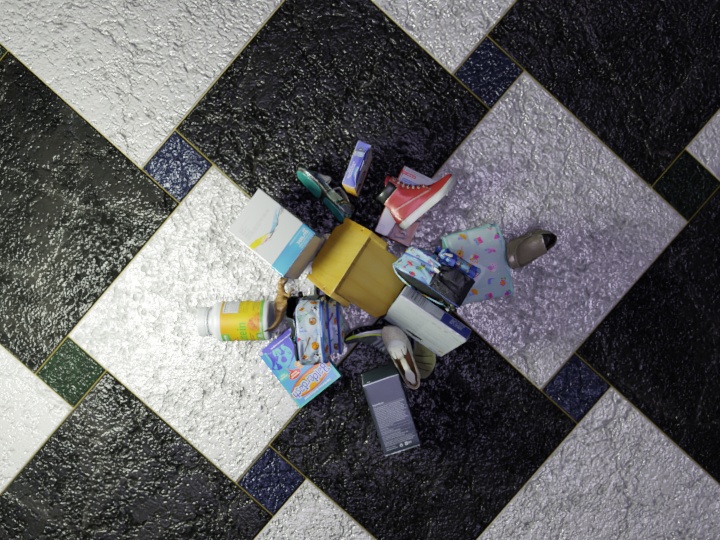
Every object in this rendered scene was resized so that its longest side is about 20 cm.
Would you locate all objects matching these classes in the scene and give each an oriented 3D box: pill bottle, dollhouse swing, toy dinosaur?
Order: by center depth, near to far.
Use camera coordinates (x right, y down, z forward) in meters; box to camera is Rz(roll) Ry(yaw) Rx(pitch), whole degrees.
[{"bbox_3d":[0.000,0.000,1.440,0.175,0.181,0.201,33,90,-42],"label":"dollhouse swing"},{"bbox_3d":[-0.348,0.141,1.461,0.198,0.111,0.112,-2,92,0],"label":"pill bottle"},{"bbox_3d":[-0.219,0.110,1.467,0.106,0.060,0.202,24,50,-26],"label":"toy dinosaur"}]

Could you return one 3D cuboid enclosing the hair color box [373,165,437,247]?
[{"bbox_3d":[0.128,-0.178,1.481,0.110,0.064,0.202,24,92,-2],"label":"hair color box"}]

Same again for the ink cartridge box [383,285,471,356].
[{"bbox_3d":[0.169,0.137,1.364,0.196,0.200,0.043,34,69,3],"label":"ink cartridge box"}]

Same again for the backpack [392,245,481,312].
[{"bbox_3d":[0.186,0.005,1.334,0.199,0.183,0.135,31,91,9],"label":"backpack"}]

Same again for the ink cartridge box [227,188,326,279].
[{"bbox_3d":[-0.222,-0.095,1.422,0.199,0.147,0.146,38,93,8],"label":"ink cartridge box"}]

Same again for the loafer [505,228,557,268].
[{"bbox_3d":[0.472,-0.067,1.439,0.199,0.068,0.076,-33,106,-34],"label":"loafer"}]

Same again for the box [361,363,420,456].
[{"bbox_3d":[0.082,0.380,1.455,0.106,0.148,0.202,-18,92,0],"label":"box"}]

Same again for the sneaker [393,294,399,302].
[{"bbox_3d":[0.046,0.067,1.490,0.200,0.076,0.091,42,97,8],"label":"sneaker"}]

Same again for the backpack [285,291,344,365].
[{"bbox_3d":[-0.116,0.162,1.375,0.152,0.191,0.202,-9,97,7],"label":"backpack"}]

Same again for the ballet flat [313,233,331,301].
[{"bbox_3d":[-0.095,-0.004,1.487,0.066,0.057,0.202,4,91,-1],"label":"ballet flat"}]

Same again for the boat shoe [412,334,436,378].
[{"bbox_3d":[0.185,0.209,1.486,0.074,0.068,0.202,9,115,16],"label":"boat shoe"}]

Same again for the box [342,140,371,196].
[{"bbox_3d":[-0.007,-0.271,1.408,0.041,0.200,0.120,21,91,4],"label":"box"}]

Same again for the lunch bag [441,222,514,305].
[{"bbox_3d":[0.321,-0.020,1.461,0.169,0.122,0.202,-12,97,1],"label":"lunch bag"}]

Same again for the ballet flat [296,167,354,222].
[{"bbox_3d":[-0.093,-0.225,1.484,0.074,0.074,0.200,-43,94,1],"label":"ballet flat"}]

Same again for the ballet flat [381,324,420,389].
[{"bbox_3d":[0.119,0.240,1.446,0.067,0.062,0.201,-26,107,7],"label":"ballet flat"}]

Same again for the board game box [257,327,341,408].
[{"bbox_3d":[-0.173,0.266,1.500,0.152,0.045,0.201,-39,92,0],"label":"board game box"}]

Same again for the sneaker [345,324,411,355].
[{"bbox_3d":[0.053,0.201,1.490,0.198,0.074,0.082,-4,96,2],"label":"sneaker"}]

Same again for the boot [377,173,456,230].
[{"bbox_3d":[0.148,-0.227,1.416,0.200,0.072,0.145,-39,91,3],"label":"boot"}]
